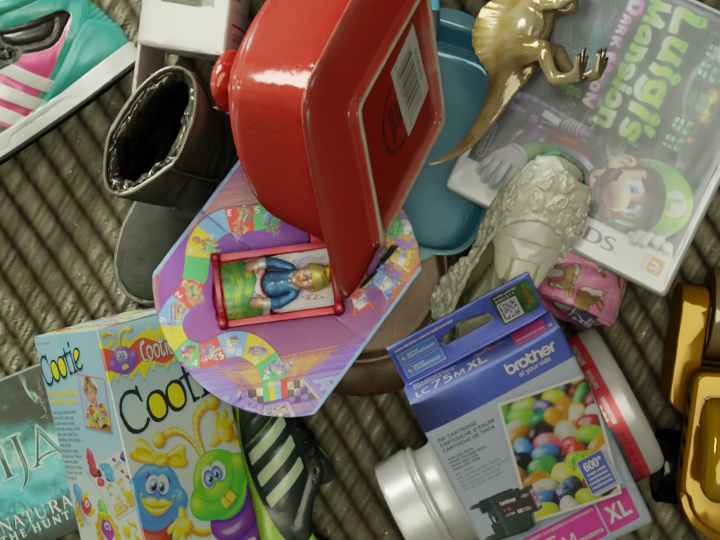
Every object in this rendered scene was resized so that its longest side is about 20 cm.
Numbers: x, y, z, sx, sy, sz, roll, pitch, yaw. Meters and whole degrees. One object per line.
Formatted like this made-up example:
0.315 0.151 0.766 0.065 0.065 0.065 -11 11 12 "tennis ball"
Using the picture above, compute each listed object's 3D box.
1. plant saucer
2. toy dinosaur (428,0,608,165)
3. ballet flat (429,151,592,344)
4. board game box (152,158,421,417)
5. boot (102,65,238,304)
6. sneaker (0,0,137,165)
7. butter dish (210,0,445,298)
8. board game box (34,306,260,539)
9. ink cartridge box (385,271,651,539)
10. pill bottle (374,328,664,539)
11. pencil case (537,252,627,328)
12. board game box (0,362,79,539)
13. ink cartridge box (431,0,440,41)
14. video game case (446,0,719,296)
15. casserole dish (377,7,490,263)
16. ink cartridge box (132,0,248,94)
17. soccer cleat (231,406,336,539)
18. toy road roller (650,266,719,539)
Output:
0.000 0.000 1.259 0.197 0.037 0.203 0 95 2 "plant saucer"
0.121 -0.157 1.157 0.100 0.058 0.203 13 83 27 "toy dinosaur"
0.107 0.001 1.158 0.071 0.201 0.072 12 51 -16 "ballet flat"
-0.055 0.003 1.162 0.157 0.039 0.201 37 85 0 "board game box"
-0.147 -0.056 1.177 0.072 0.200 0.184 22 94 0 "boot"
-0.279 -0.153 1.232 0.199 0.084 0.121 -36 97 -4 "sneaker"
-0.035 -0.121 1.111 0.146 0.201 0.201 13 53 21 "butter dish"
-0.159 0.134 1.220 0.102 0.104 0.203 -15 95 -38 "board game box"
0.112 0.116 1.132 0.118 0.042 0.202 -27 106 3 "ink cartridge box"
0.117 0.141 1.222 0.198 0.120 0.121 -29 93 3 "pill bottle"
0.182 -0.059 1.224 0.082 0.087 0.203 18 91 8 "pencil case"
-0.290 0.159 1.282 0.198 0.028 0.137 -22 94 3 "board game box"
-0.004 -0.272 1.211 0.114 0.068 0.203 -4 76 1 "ink cartridge box"
0.184 -0.111 1.171 0.180 0.023 0.202 27 92 12 "video game case"
0.049 -0.100 1.228 0.120 0.039 0.203 16 76 -3 "casserole dish"
-0.118 -0.220 1.200 0.067 0.116 0.203 8 95 2 "ink cartridge box"
-0.065 0.135 1.262 0.080 0.067 0.203 -10 97 -12 "soccer cleat"
0.293 0.105 1.201 0.121 0.146 0.203 7 94 1 "toy road roller"
